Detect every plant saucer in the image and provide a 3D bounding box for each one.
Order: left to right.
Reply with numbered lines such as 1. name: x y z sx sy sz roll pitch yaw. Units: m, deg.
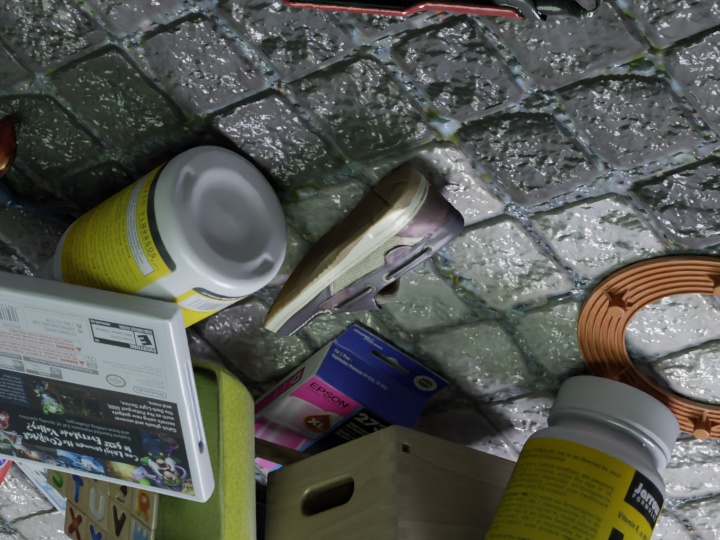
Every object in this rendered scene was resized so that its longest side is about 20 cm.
1. plant saucer: -0.137 0.163 1.509 0.048 0.200 0.200 -3 -175 -32

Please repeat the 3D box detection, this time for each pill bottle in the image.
1. pill bottle: -0.155 -0.006 1.381 0.111 0.111 0.200 40 137 -23
2. pill bottle: 0.156 0.185 1.384 0.114 0.200 0.114 22 158 9

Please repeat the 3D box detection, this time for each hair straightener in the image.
1. hair straightener: 0.046 -0.183 1.137 0.200 0.041 0.077 11 141 12

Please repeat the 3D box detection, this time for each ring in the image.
1. ring: 0.253 0.063 1.357 0.200 0.019 0.201 12 140 10

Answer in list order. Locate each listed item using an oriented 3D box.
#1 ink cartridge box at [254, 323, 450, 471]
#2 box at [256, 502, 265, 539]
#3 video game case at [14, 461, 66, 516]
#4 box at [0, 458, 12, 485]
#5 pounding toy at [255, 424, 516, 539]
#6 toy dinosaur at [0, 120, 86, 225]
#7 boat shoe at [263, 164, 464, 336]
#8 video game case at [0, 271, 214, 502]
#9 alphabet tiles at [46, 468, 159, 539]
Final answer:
1. ink cartridge box: -0.022 0.116 1.531 0.095 0.037 0.200 32 138 -16
2. box: -0.056 0.321 1.708 0.200 0.123 0.198 18 142 -5
3. video game case: -0.236 0.161 1.687 0.182 0.022 0.200 -7 134 30
4. box: -0.338 0.118 1.538 0.102 0.200 0.095 4 139 19
5. pounding toy: 0.008 0.188 1.492 0.184 0.142 0.200 21 149 -36
6. toy dinosaur: -0.315 -0.051 1.425 0.200 0.105 0.182 27 124 9
7. boat shoe: 0.000 0.000 1.354 0.065 0.072 0.200 36 133 -12
8. video game case: -0.211 0.082 1.391 0.200 0.023 0.182 9 131 19
9. alphabet tiles: -0.211 0.148 1.553 0.166 0.006 0.200 29 119 46
